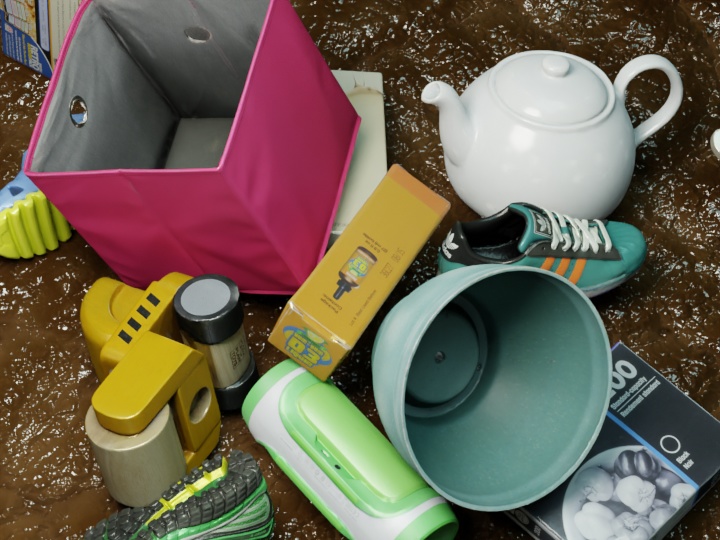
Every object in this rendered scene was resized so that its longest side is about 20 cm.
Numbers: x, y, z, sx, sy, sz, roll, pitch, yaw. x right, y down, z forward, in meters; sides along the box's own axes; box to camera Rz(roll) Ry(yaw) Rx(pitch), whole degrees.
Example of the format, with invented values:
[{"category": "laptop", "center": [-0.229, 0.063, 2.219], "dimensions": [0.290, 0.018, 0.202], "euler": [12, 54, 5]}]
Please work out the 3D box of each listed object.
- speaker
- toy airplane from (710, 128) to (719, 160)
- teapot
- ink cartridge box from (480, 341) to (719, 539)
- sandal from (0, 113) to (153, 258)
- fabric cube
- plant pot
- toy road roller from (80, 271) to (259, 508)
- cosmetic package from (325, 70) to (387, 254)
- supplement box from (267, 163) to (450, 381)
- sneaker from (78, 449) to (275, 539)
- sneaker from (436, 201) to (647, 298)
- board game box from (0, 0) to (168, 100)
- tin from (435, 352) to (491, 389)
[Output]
[{"category": "speaker", "center": [-0.010, 0.165, 1.547], "dimensions": [0.088, 0.089, 0.200], "euler": [-32, 63, -27]}, {"category": "toy airplane", "center": [0.466, -0.123, 1.787], "dimensions": [0.199, 0.141, 0.200], "euler": [41, 59, 21]}, {"category": "teapot", "center": [0.179, -0.141, 1.747], "dimensions": [0.197, 0.147, 0.200], "euler": [24, 44, 16]}, {"category": "ink cartridge box", "center": [0.198, 0.154, 1.609], "dimensions": [0.200, 0.044, 0.198], "euler": [38, 58, 22]}, {"category": "sandal", "center": [-0.283, -0.083, 1.710], "dimensions": [0.087, 0.080, 0.200], "euler": [34, 48, 22]}, {"category": "fabric cube", "center": [-0.141, -0.112, 1.613], "dimensions": [0.199, 0.200, 0.197], "euler": [0, 60, 24]}, {"category": "plant pot", "center": [0.090, 0.083, 1.536], "dimensions": [0.200, 0.201, 0.134], "euler": [-22, 21, -22]}, {"category": "toy road roller", "center": [-0.186, 0.089, 1.566], "dimensions": [0.145, 0.123, 0.200], "euler": [17, 51, 24]}, {"category": "cosmetic package", "center": [-0.027, -0.092, 1.746], "dimensions": [0.103, 0.073, 0.201], "euler": [1, 54, -6]}, {"category": "supplement box", "center": [0.000, 0.000, 1.589], "dimensions": [0.066, 0.069, 0.200], "euler": [37, 49, 0]}, {"category": "sneaker", "center": [-0.155, 0.232, 1.484], "dimensions": [0.199, 0.085, 0.078], "euler": [-29, 27, -7]}, {"category": "sneaker", "center": [0.168, -0.021, 1.662], "dimensions": [0.199, 0.080, 0.072], "euler": [-9, 52, -12]}, {"category": "board game box", "center": [-0.255, -0.228, 1.770], "dimensions": [0.199, 0.152, 0.046], "euler": [29, 55, 14]}, {"category": "tin", "center": [0.119, 0.040, 1.685], "dimensions": [0.112, 0.042, 0.200], "euler": [40, 59, 19]}]
